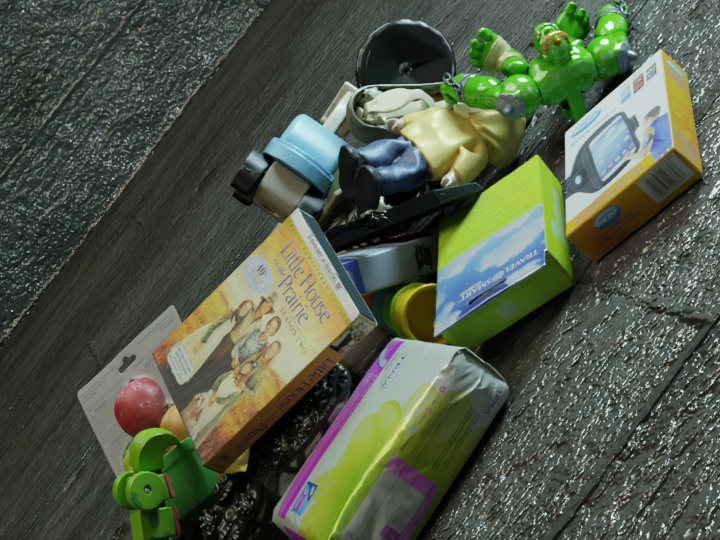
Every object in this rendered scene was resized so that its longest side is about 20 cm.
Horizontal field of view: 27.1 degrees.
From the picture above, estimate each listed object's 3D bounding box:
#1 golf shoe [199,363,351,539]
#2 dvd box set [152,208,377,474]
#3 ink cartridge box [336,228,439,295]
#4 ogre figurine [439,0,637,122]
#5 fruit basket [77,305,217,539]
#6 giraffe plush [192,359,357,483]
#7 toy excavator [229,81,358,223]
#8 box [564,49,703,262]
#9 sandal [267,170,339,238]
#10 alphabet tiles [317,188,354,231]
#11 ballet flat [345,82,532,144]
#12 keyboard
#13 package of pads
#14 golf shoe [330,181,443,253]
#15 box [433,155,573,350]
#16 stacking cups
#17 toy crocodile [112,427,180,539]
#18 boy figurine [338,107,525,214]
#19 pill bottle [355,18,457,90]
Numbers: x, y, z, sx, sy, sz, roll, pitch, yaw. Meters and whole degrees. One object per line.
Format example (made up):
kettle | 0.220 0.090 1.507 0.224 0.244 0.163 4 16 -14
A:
golf shoe | -0.059 0.172 1.334 0.201 0.094 0.078 -56 42 5
dvd box set | -0.089 0.062 1.329 0.200 0.029 0.147 -43 49 15
ink cartridge box | 0.000 0.000 1.428 0.199 0.042 0.119 -20 7 -35
ogre figurine | 0.188 -0.201 1.462 0.120 0.198 0.099 -122 28 -60
fruit basket | -0.205 0.169 1.581 0.185 0.093 0.201 -41 64 31
giraffe plush | -0.091 0.146 1.439 0.200 0.172 0.163 33 95 38
toy excavator | -0.049 -0.136 1.686 0.201 0.100 0.194 -55 0 -8
box | 0.228 -0.106 1.272 0.119 0.041 0.201 -42 22 28
sandal | -0.058 -0.072 1.860 0.057 0.079 0.202 -26 40 63
alphabet tiles | 0.020 -0.100 1.671 0.200 0.008 0.167 -38 -8 -27
ballet flat | 0.082 -0.168 1.554 0.064 0.198 0.068 70 -164 -67
keyboard | 0.017 -0.043 1.424 0.127 0.021 0.199 -13 -7 -41
package of pads | 0.023 0.150 1.227 0.201 0.068 0.154 -56 18 -11
golf shoe | 0.011 -0.050 1.572 0.200 0.078 0.094 -53 -11 2
box | 0.123 -0.011 1.310 0.122 0.048 0.200 -35 22 22
stacking cups | 0.033 0.038 1.438 0.061 0.060 0.200 -54 17 -10
toy crocodile | -0.204 0.258 1.481 0.067 0.061 0.202 162 103 -65
boy figurine | 0.074 -0.119 1.485 0.199 0.065 0.124 -20 44 -28
pill bottle | 0.057 -0.208 1.697 0.112 0.112 0.200 -51 -7 -1
